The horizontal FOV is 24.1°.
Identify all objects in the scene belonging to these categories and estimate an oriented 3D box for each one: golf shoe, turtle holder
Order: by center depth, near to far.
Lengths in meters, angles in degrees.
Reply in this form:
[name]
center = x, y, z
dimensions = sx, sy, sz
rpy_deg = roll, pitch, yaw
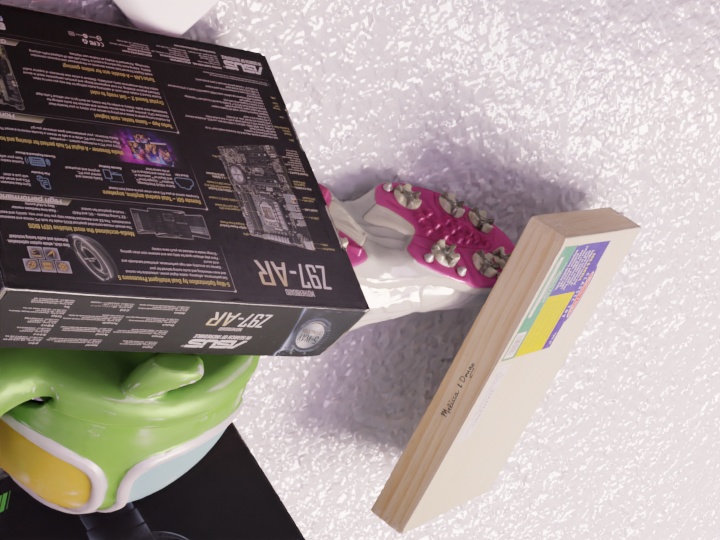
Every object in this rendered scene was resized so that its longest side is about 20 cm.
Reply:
[turtle holder]
center = -0.130, 0.060, 0.822
dimensions = 0.141, 0.186, 0.132
rpy_deg = 20, 125, -4
[golf shoe]
center = 0.000, 0.000, 0.940
dimensions = 0.200, 0.075, 0.092
rpy_deg = 6, 136, -34

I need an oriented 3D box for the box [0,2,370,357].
[box]
center = -0.105, -0.041, 0.770
dimensions = 0.200, 0.160, 0.044
rpy_deg = 4, 143, -43

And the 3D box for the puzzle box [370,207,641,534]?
[puzzle box]
center = 0.087, 0.055, 0.986
dimensions = 0.133, 0.025, 0.200
rpy_deg = -7, 128, -63

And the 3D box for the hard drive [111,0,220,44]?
[hard drive]
center = -0.106, -0.216, 0.781
dimensions = 0.132, 0.027, 0.200
rpy_deg = -42, 127, -3

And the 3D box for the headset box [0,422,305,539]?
[headset box]
center = -0.113, 0.178, 0.886
dimensions = 0.174, 0.200, 0.093
rpy_deg = -24, 141, -15
